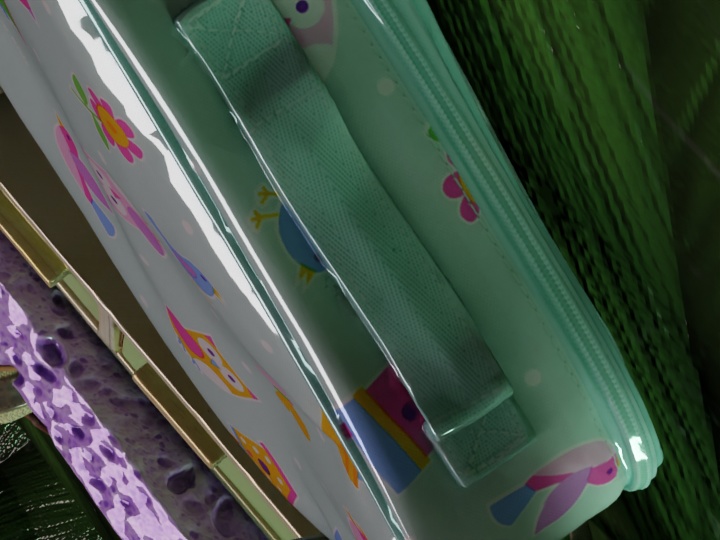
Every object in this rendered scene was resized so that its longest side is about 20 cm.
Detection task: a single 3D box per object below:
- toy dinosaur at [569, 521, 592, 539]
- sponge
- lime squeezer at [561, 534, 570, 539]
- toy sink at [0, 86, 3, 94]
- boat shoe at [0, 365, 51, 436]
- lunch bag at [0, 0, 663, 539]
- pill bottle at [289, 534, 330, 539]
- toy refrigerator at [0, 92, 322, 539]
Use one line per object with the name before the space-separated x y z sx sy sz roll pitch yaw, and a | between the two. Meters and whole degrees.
toy dinosaur | 0.096 0.130 0.713 0.200 0.047 0.088 54 177 27
sponge | -0.043 0.050 0.928 0.200 0.112 0.030 53 133 10
lime squeezer | 0.000 0.000 0.791 0.200 0.038 0.071 52 -162 4
toy sink | -0.154 -0.100 0.785 0.130 0.200 0.112 52 -161 10
boat shoe | -0.121 0.019 1.005 0.200 0.072 0.072 54 -147 -61
lunch bag | -0.013 -0.019 0.644 0.200 0.077 0.160 58 168 -13
pill bottle | 0.023 0.131 0.652 0.116 0.116 0.200 58 165 -14
toy refrigerator | -0.041 0.018 0.864 0.200 0.070 0.076 50 170 5
